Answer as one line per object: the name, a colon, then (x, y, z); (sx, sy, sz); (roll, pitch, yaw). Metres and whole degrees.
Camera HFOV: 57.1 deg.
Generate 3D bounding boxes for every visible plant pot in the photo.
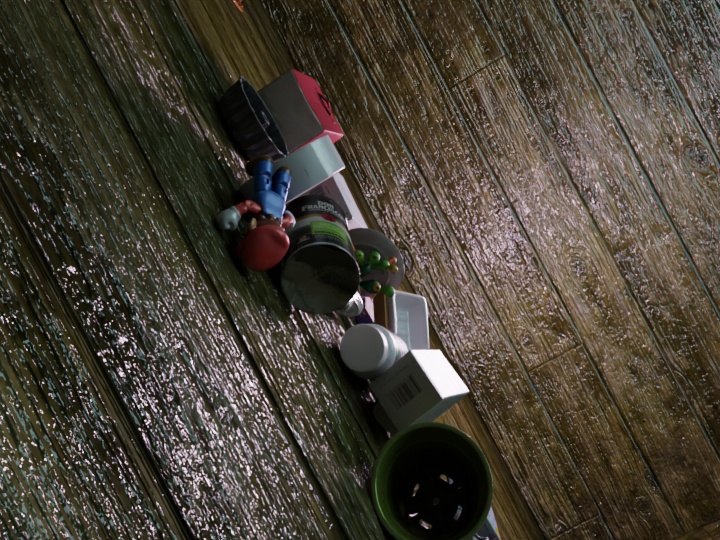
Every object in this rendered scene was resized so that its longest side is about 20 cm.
plant pot: (0.126, 0.388, 1.146); (0.191, 0.197, 0.202); (73, -6, -61)

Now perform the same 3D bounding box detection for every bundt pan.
bundt pan: (-0.240, -0.319, 1.459); (0.204, 0.075, 0.202); (60, 9, -16)

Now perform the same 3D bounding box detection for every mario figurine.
mario figurine: (-0.168, -0.084, 1.081); (0.107, 0.121, 0.203); (103, -9, -55)

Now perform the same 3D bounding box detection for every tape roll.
tape roll: (-0.128, -0.176, 1.252); (0.071, 0.200, 0.203); (60, 8, -7)

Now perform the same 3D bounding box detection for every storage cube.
storage cube: (-0.173, -0.369, 1.648); (0.173, 0.198, 0.180); (62, 15, 0)

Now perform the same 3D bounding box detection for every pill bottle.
pill bottle: (0.030, 0.174, 1.388); (0.114, 0.112, 0.200); (64, 9, 18)

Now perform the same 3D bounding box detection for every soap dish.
soap dish: (0.103, 0.155, 1.692); (0.156, 0.081, 0.204); (13, 68, -45)

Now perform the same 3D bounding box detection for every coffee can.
coffee can: (-0.084, -0.034, 1.255); (0.147, 0.145, 0.201); (56, 10, -31)

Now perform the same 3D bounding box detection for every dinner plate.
dinner plate: (0.014, -0.013, 1.676); (0.202, 0.198, 0.024); (59, 32, -18)

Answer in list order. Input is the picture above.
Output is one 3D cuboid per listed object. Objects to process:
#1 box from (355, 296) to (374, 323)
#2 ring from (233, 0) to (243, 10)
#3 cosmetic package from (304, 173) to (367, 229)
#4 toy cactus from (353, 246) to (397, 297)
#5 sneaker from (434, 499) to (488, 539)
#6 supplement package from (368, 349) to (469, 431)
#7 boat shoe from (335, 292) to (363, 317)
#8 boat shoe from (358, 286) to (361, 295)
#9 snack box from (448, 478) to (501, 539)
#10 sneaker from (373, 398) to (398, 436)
box: (0.045, 0.164, 1.766); (0.202, 0.039, 0.137); (60, 9, -16)
ring: (-0.503, -1.093, 2.545); (0.202, 0.019, 0.201); (60, 8, -13)
cosmetic package: (-0.084, -0.171, 1.773); (0.202, 0.122, 0.200); (64, 10, 17)
toy cactus: (0.000, 0.000, 1.621); (0.199, 0.165, 0.102); (40, 40, 0)
sneaker: (0.211, 0.527, 1.459); (0.202, 0.081, 0.070); (63, 9, 8)
supplement package: (0.124, 0.243, 1.360); (0.118, 0.117, 0.199); (54, 15, 20)
boat shoe: (-0.051, 0.059, 1.418); (0.200, 0.070, 0.070); (48, 14, -47)
boat shoe: (-0.060, 0.011, 1.569); (0.068, 0.071, 0.202); (-44, 118, -47)
snack box: (0.300, 0.617, 1.771); (0.170, 0.067, 0.200); (60, 10, -16)
sneaker: (0.097, 0.336, 1.417); (0.201, 0.070, 0.099); (56, 14, -13)
